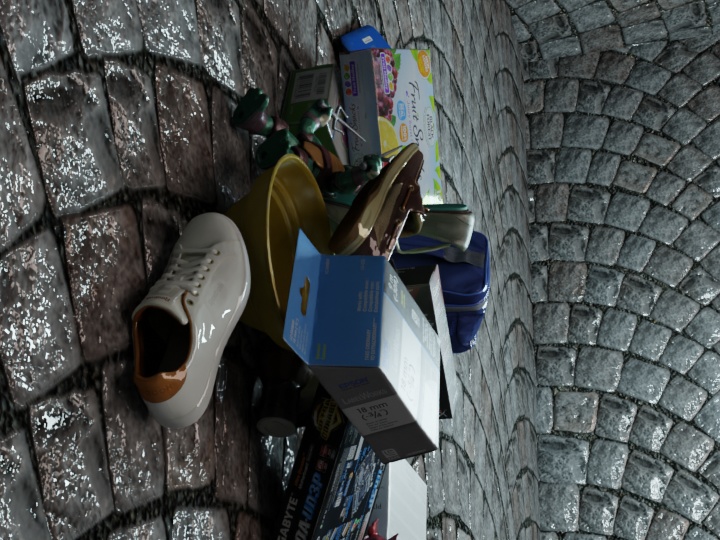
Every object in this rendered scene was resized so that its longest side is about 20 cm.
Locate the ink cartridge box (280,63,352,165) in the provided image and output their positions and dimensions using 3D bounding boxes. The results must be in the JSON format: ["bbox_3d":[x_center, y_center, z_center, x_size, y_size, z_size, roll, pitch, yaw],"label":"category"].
[{"bbox_3d":[-0.036,-0.144,1.395,0.200,0.059,0.104,68,22,-46],"label":"ink cartridge box"}]

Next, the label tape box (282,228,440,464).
[{"bbox_3d":[0.008,0.066,1.070,0.200,0.063,0.144,55,27,-38],"label":"label tape box"}]

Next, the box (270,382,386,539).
[{"bbox_3d":[-0.020,0.206,1.177,0.159,0.046,0.200,2,105,-67],"label":"box"}]

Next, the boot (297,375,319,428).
[{"bbox_3d":[-0.060,0.098,1.248,0.200,0.068,0.131,-22,93,-73],"label":"boot"}]

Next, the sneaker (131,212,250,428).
[{"bbox_3d":[-0.140,0.022,0.926,0.085,0.073,0.200,67,24,-53],"label":"sneaker"}]

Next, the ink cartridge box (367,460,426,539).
[{"bbox_3d":[0.035,0.320,1.323,0.160,0.047,0.200,58,31,-54],"label":"ink cartridge box"}]

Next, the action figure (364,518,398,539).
[{"bbox_3d":[-0.029,0.334,1.109,0.149,0.134,0.200,35,73,-39],"label":"action figure"}]

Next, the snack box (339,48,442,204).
[{"bbox_3d":[0.041,-0.172,1.400,0.142,0.053,0.200,-17,103,-57],"label":"snack box"}]

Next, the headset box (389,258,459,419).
[{"bbox_3d":[0.032,0.083,1.387,0.075,0.148,0.200,-60,141,-67],"label":"headset box"}]

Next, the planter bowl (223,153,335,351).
[{"bbox_3d":[-0.091,-0.009,1.096,0.200,0.083,0.201,-6,90,-74],"label":"planter bowl"}]

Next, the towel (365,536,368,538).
[{"bbox_3d":[-0.021,0.288,1.358,0.145,0.022,0.200,63,24,-48],"label":"towel"}]

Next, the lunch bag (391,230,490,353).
[{"bbox_3d":[0.070,0.010,1.483,0.136,0.200,0.132,-81,177,-48],"label":"lunch bag"}]

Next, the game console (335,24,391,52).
[{"bbox_3d":[0.008,-0.256,1.677,0.171,0.118,0.200,50,21,-5],"label":"game console"}]

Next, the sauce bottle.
[{"bbox_3d":[-0.075,0.076,1.166,0.065,0.065,0.200,66,25,-48],"label":"sauce bottle"}]

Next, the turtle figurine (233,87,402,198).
[{"bbox_3d":[-0.041,-0.124,1.212,0.200,0.150,0.101,16,108,-50],"label":"turtle figurine"}]

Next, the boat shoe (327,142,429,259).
[{"bbox_3d":[0.034,-0.063,1.206,0.072,0.072,0.200,42,38,-10],"label":"boat shoe"}]

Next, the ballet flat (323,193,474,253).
[{"bbox_3d":[0.031,-0.053,1.309,0.067,0.200,0.064,-74,170,-77],"label":"ballet flat"}]

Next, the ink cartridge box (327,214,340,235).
[{"bbox_3d":[0.000,0.000,1.261,0.048,0.200,0.146,-52,157,-3],"label":"ink cartridge box"}]

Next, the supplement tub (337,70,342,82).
[{"bbox_3d":[0.018,-0.175,1.516,0.107,0.107,0.200,-78,157,-48],"label":"supplement tub"}]
